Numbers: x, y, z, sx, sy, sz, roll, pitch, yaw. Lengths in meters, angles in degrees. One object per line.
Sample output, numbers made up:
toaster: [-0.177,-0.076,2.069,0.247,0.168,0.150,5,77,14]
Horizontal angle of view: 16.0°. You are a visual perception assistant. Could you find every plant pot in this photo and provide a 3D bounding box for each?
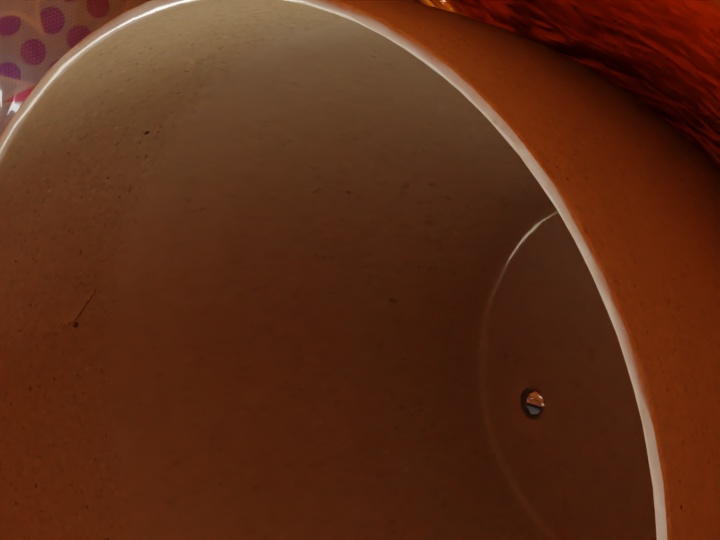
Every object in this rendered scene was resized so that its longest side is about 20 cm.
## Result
plant pot: [0.023,0.036,0.555,0.200,0.200,0.134,30,-155,35]

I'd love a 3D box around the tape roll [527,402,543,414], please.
tape roll: [0.114,0.110,0.838,0.200,0.066,0.200,23,172,3]

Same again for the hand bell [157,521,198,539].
hand bell: [0.052,0.070,0.664,0.104,0.200,0.104,-11,-90,-89]

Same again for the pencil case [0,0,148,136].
pencil case: [-0.145,-0.108,0.686,0.200,0.083,0.091,37,-172,-13]
